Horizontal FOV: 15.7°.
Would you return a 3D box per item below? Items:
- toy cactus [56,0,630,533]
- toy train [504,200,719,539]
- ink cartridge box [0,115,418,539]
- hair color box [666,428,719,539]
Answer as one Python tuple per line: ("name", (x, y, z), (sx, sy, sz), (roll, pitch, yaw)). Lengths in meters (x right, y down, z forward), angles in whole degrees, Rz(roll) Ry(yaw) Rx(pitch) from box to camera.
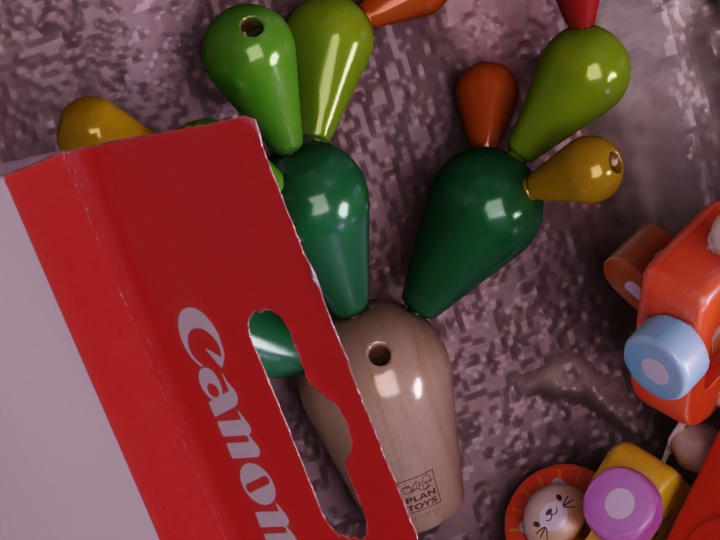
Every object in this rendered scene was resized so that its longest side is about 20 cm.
("toy cactus", (0.000, 0.000, 0.746), (0.199, 0.102, 0.166), (-28, 115, -20))
("toy train", (0.051, 0.065, 0.748), (0.200, 0.055, 0.151), (-46, 152, -28))
("ink cartridge box", (-0.077, 0.052, 0.671), (0.050, 0.199, 0.162), (-33, 108, -38))
("hair color box", (0.155, 0.065, 0.773), (0.101, 0.061, 0.201), (11, 109, -41))
